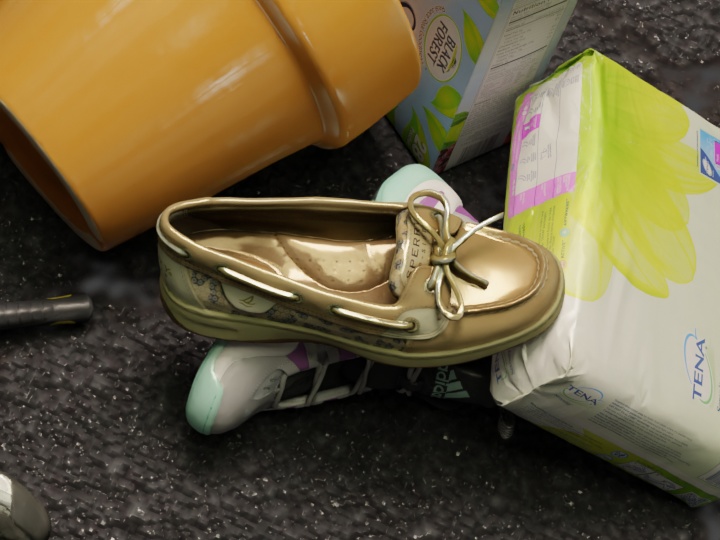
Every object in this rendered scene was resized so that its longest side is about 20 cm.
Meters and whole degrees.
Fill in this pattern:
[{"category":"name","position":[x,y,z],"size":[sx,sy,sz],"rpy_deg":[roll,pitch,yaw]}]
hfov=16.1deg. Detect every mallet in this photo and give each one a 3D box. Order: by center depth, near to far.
[{"category":"mallet","position":[-0.235,0.029,1.275],"size":[0.199,0.066,0.042],"rpy_deg":[-4,83,-31]}]

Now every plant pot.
[{"category":"plant pot","position":[-0.101,-0.114,1.301],"size":[0.183,0.200,0.200],"rpy_deg":[-40,75,-12]}]

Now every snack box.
[{"category":"snack box","position":[0.038,-0.174,1.346],"size":[0.067,0.200,0.169],"rpy_deg":[-25,70,-23]}]

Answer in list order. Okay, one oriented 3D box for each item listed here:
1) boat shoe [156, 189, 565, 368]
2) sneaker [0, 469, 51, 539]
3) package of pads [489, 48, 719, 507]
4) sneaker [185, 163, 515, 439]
[{"category":"boat shoe","position":[0.000,0.000,1.221],"size":[0.198,0.063,0.074],"rpy_deg":[0,55,1]},{"category":"sneaker","position":[-0.253,0.130,1.199],"size":[0.198,0.075,0.116],"rpy_deg":[17,64,9]},{"category":"package of pads","position":[0.143,0.002,1.316],"size":[0.154,0.068,0.201],"rpy_deg":[27,54,-31]},{"category":"sneaker","position":[0.017,0.046,1.292],"size":[0.140,0.078,0.200],"rpy_deg":[41,62,12]}]
